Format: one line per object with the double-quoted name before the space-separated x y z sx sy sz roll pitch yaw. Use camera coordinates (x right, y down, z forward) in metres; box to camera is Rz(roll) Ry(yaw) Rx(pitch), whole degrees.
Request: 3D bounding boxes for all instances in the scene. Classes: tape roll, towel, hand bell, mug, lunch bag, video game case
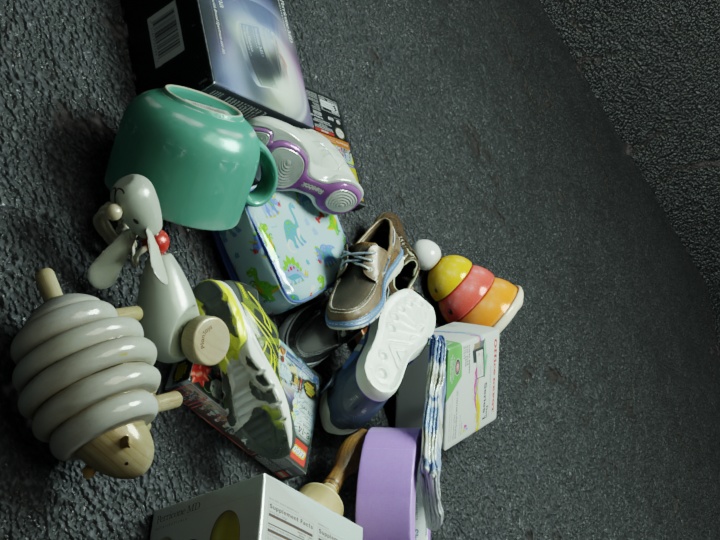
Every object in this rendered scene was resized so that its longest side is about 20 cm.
"tape roll" 0.042 0.290 1.110 0.200 0.065 0.204 -1 90 -79
"towel" 0.093 0.198 1.144 0.148 0.023 0.202 81 13 -47
"hand bell" -0.030 0.241 1.053 0.105 0.103 0.200 60 33 -12
"mug" -0.178 -0.129 1.003 0.150 0.116 0.185 25 17 11
"lunch bag" -0.096 -0.038 1.175 0.200 0.082 0.163 -30 97 -61
"video game case" -0.073 -0.188 1.378 0.199 0.025 0.183 9 62 -58

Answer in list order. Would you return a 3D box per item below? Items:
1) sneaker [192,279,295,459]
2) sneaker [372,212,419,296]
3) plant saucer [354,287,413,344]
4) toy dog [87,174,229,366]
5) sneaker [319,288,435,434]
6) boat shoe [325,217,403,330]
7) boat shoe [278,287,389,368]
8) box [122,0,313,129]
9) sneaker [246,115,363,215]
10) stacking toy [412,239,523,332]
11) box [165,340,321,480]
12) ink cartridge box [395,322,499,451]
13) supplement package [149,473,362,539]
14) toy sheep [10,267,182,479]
"sneaker" -0.107 0.097 0.987 0.084 0.074 0.202 -19 87 -60
"sneaker" 0.057 -0.011 1.356 0.070 0.075 0.202 42 38 -36
"plant saucer" 0.033 0.065 1.371 0.200 0.032 0.203 37 41 -41
"toy dog" -0.212 0.020 0.906 0.096 0.131 0.201 -40 102 -44
"sneaker" 0.011 0.122 1.186 0.080 0.147 0.201 39 41 -6
"boat shoe" 0.000 0.000 1.165 0.201 0.071 0.073 -62 147 -56
"boat shoe" -0.030 0.065 1.203 0.199 0.067 0.072 -30 93 -48
"box" -0.175 -0.268 1.166 0.197 0.122 0.203 13 59 -57
"sneaker" -0.080 -0.140 1.154 0.199 0.075 0.100 32 28 -47
"stacking toy" 0.159 0.026 1.551 0.200 0.146 0.146 43 33 -4
"box" -0.125 0.127 1.055 0.200 0.040 0.138 46 37 -34
"ink cartridge box" 0.131 0.164 1.364 0.199 0.083 0.147 -10 103 -61
"supplement package" -0.101 0.321 0.844 0.150 0.151 0.202 39 39 -39
"toy sheep" -0.237 0.089 0.812 0.201 0.138 0.137 58 27 14
